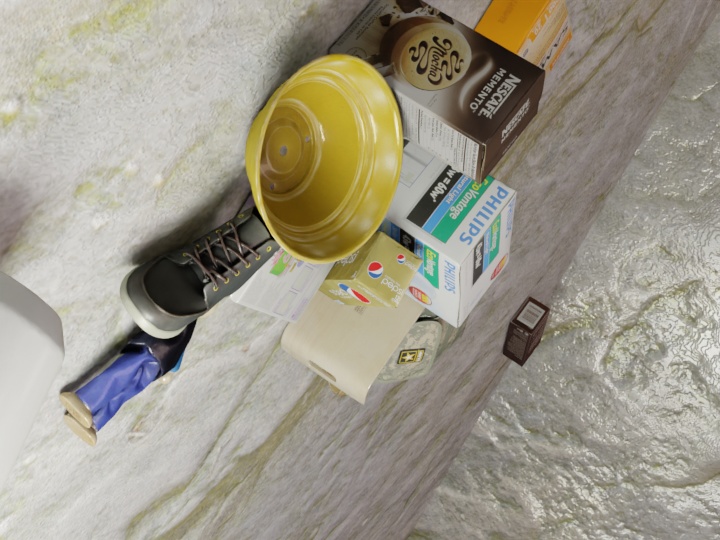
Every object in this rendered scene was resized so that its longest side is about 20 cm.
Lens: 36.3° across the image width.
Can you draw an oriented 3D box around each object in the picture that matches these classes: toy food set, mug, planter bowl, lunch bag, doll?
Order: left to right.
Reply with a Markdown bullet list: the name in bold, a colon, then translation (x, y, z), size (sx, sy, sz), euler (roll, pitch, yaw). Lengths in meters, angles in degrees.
- **mug**: translation (-0.297, 0.075, 0.775), size (0.150, 0.185, 0.154), euler (47, 64, -39)
- **doll**: translation (-0.211, 0.081, 1.099), size (0.200, 0.048, 0.137), euler (-46, 160, -31)
- **planter bowl**: translation (-0.053, -0.113, 1.084), size (0.199, 0.083, 0.203), euler (-16, 112, -44)
- **toy food set**: translation (0.004, 0.061, 1.489), size (0.201, 0.143, 0.060), euler (-54, 162, -9)
- **lunch bag**: translation (0.094, 0.090, 1.832), size (0.199, 0.117, 0.165), euler (-37, 154, -34)

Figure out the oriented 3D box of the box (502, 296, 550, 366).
- **box**: translation (0.450, 0.167, 2.988), size (0.100, 0.075, 0.201), euler (-49, 159, -24)

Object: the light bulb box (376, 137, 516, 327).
- **light bulb box**: translation (0.079, -0.060, 1.388), size (0.125, 0.199, 0.199), euler (-51, 161, -17)

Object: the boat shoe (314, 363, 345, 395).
- **boat shoe**: translation (-0.041, 0.121, 1.621), size (0.076, 0.072, 0.201), euler (-29, 143, -28)

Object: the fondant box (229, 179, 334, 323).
- **fondant box**: translation (-0.086, -0.024, 1.243), size (0.145, 0.058, 0.200), euler (-57, 163, 0)

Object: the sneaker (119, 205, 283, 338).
- **sneaker**: translation (-0.145, -0.009, 1.038), size (0.106, 0.075, 0.200), euler (-39, 180, 22)

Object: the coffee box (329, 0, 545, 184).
- **coffee box**: translation (0.079, -0.197, 1.152), size (0.113, 0.199, 0.080), euler (-50, 162, -19)

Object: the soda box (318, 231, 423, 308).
- **soda box**: translation (0.000, 0.000, 1.336), size (0.068, 0.064, 0.200), euler (-60, -163, -11)

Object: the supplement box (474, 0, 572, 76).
- **supplement box**: translation (0.230, -0.328, 1.544), size (0.127, 0.073, 0.200), euler (-57, 163, 3)
